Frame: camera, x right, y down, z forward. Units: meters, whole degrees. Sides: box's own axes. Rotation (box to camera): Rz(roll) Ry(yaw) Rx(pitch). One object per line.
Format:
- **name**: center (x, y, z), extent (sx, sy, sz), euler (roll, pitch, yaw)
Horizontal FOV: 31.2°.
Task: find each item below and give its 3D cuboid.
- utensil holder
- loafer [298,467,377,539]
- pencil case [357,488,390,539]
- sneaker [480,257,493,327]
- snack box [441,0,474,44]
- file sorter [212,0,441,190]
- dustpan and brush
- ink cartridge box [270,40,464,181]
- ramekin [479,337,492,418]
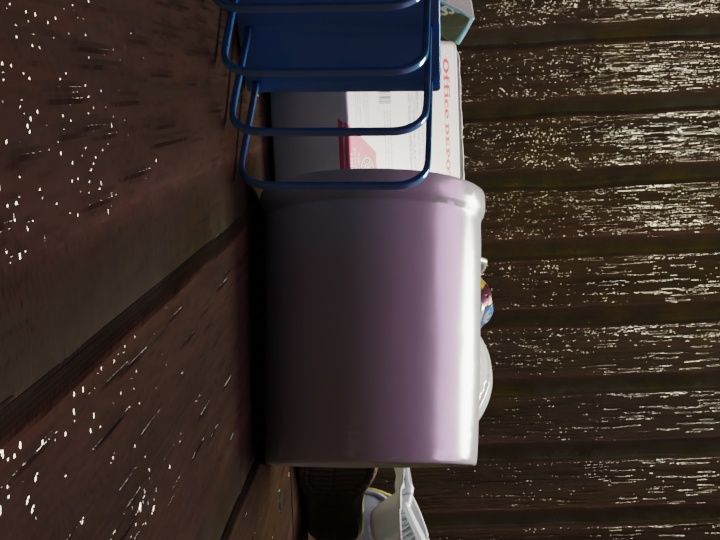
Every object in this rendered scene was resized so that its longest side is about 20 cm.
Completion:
- **utensil holder**: center (0.009, 0.043, 0.951), extent (0.170, 0.168, 0.202), euler (75, 15, -80)
- **loafer**: center (-0.024, 0.186, 1.232), extent (0.201, 0.075, 0.069), euler (99, -8, -48)
- **pencil case**: center (0.008, 0.303, 1.478), extent (0.083, 0.091, 0.200), euler (43, -13, 14)
- **sneaker**: center (0.093, 0.048, 1.302), extent (0.075, 0.089, 0.201), euler (110, -11, -49)
- **snack box**: center (0.021, -0.312, 1.323), extent (0.037, 0.199, 0.117), euler (-57, -163, 31)
- **file sorter**: center (-0.020, -0.160, 0.803), extent (0.201, 0.137, 0.123), euler (85, 7, -47)
- **dustpan and brush**: center (0.042, 0.236, 1.233), extent (0.201, 0.057, 0.140), euler (67, 6, 29)
- **ink cartridge box**: center (0.010, -0.129, 1.131), extent (0.199, 0.084, 0.147), euler (-12, 102, -56)
- **ramekin**: center (0.038, 0.097, 1.402), extent (0.105, 0.198, 0.201), euler (70, 15, -49)
